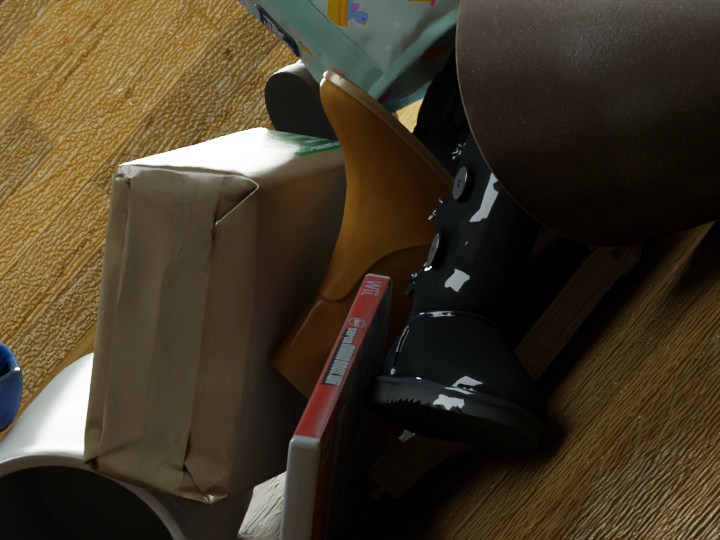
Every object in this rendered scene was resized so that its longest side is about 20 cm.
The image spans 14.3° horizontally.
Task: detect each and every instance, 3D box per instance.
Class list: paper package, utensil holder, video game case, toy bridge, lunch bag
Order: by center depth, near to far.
[{"bbox_3d":[-0.015,0.107,1.506,0.200,0.017,0.144,-66,-16,-63],"label":"video game case"},{"bbox_3d":[0.073,0.055,1.529,0.200,0.027,0.067,-46,9,17],"label":"toy bridge"},{"bbox_3d":[-0.068,0.020,1.687,0.200,0.103,0.192,-18,-62,-65],"label":"paper package"},{"bbox_3d":[-0.007,-0.182,1.747,0.122,0.170,0.200,-48,-6,32],"label":"lunch bag"},{"bbox_3d":[-0.160,0.155,1.781,0.170,0.170,0.200,-44,7,19],"label":"utensil holder"}]

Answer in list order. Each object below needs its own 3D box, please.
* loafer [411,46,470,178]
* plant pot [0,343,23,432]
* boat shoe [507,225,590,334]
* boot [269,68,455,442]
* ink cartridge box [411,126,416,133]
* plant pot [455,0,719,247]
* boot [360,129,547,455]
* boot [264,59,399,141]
[{"bbox_3d":[0.056,-0.051,1.715,0.063,0.072,0.201,-17,-52,-46],"label":"loafer"},{"bbox_3d":[-0.321,0.041,1.817,0.199,0.181,0.200,-26,8,-8],"label":"plant pot"},{"bbox_3d":[0.108,-0.036,1.564,0.200,0.065,0.071,-40,-28,8],"label":"boat shoe"},{"bbox_3d":[0.000,0.000,1.596,0.144,0.201,0.071,-42,28,-1],"label":"boot"},{"bbox_3d":[0.113,-0.116,1.825,0.145,0.084,0.200,-47,1,30],"label":"ink cartridge box"},{"bbox_3d":[0.177,-0.111,1.347,0.187,0.187,0.200,-51,23,-24],"label":"plant pot"},{"bbox_3d":[0.077,-0.013,1.457,0.165,0.065,0.201,5,70,66],"label":"boot"},{"bbox_3d":[0.012,-0.049,1.822,0.073,0.201,0.075,-6,22,45],"label":"boot"}]
